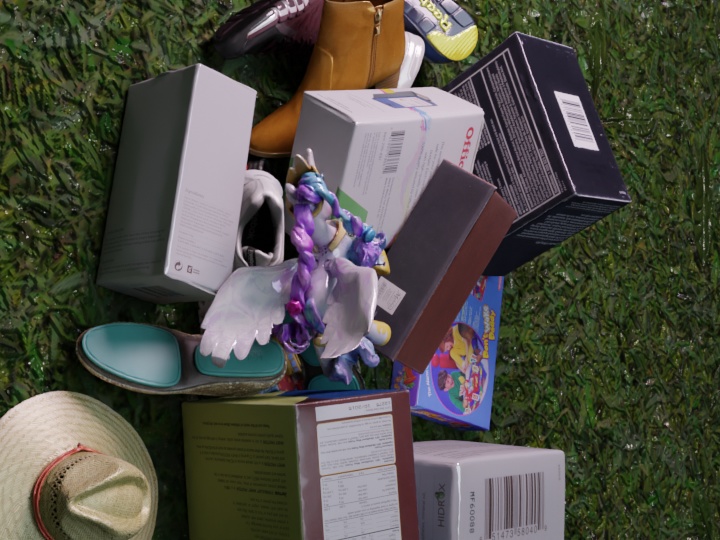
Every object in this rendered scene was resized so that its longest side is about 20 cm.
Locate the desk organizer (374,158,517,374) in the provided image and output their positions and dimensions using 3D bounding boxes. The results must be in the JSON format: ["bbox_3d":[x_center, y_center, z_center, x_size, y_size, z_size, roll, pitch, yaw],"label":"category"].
[{"bbox_3d":[0.074,-0.001,1.322,0.202,0.071,0.077,-59,148,-1],"label":"desk organizer"}]

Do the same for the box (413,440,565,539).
[{"bbox_3d":[0.095,0.287,1.370,0.197,0.170,0.204,4,87,-48],"label":"box"}]

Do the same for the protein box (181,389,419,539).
[{"bbox_3d":[-0.056,0.218,1.198,0.133,0.197,0.204,-2,87,-38],"label":"protein box"}]

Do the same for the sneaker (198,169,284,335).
[{"bbox_3d":[-0.110,0.008,1.237,0.074,0.081,0.203,3,102,-20],"label":"sneaker"}]

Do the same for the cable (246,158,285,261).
[{"bbox_3d":[-0.105,-0.030,1.314,0.097,0.050,0.203,-50,127,-53],"label":"cable"}]

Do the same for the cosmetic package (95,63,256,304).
[{"bbox_3d":[-0.169,-0.078,1.195,0.081,0.112,0.203,22,71,-43],"label":"cosmetic package"}]

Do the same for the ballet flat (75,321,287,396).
[{"bbox_3d":[-0.167,0.091,1.195,0.197,0.065,0.072,8,60,-18],"label":"ballet flat"}]

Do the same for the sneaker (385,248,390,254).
[{"bbox_3d":[0.000,0.000,1.403,0.071,0.075,0.199,63,21,9],"label":"sneaker"}]

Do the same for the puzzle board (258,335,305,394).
[{"bbox_3d":[-0.048,0.143,1.360,0.150,0.017,0.202,-38,113,-42],"label":"puzzle board"}]

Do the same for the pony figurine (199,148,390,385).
[{"bbox_3d":[-0.037,0.017,1.162,0.201,0.164,0.196,57,40,-52],"label":"pony figurine"}]

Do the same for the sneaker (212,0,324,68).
[{"bbox_3d":[-0.065,-0.236,1.354,0.200,0.075,0.117,-43,118,-41],"label":"sneaker"}]

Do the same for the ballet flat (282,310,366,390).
[{"bbox_3d":[-0.032,0.087,1.320,0.076,0.067,0.202,-73,149,-53],"label":"ballet flat"}]

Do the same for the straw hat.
[{"bbox_3d":[-0.230,0.198,1.111,0.199,0.084,0.205,7,80,-46],"label":"straw hat"}]

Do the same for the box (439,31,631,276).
[{"bbox_3d":[0.169,-0.126,1.461,0.122,0.197,0.203,3,63,-47],"label":"box"}]

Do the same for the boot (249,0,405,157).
[{"bbox_3d":[-0.038,-0.209,1.316,0.199,0.071,0.146,-26,136,-27],"label":"boot"}]

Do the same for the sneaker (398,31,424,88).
[{"bbox_3d":[0.002,-0.184,1.432,0.088,0.075,0.203,23,70,-20],"label":"sneaker"}]

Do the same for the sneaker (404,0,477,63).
[{"bbox_3d":[0.047,-0.316,1.491,0.074,0.082,0.201,-41,98,-13],"label":"sneaker"}]

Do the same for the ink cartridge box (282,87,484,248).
[{"bbox_3d":[0.024,-0.104,1.323,0.198,0.087,0.147,-10,122,-43],"label":"ink cartridge box"}]

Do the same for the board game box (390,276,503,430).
[{"bbox_3d":[0.103,0.074,1.509,0.134,0.044,0.203,23,68,-42],"label":"board game box"}]
